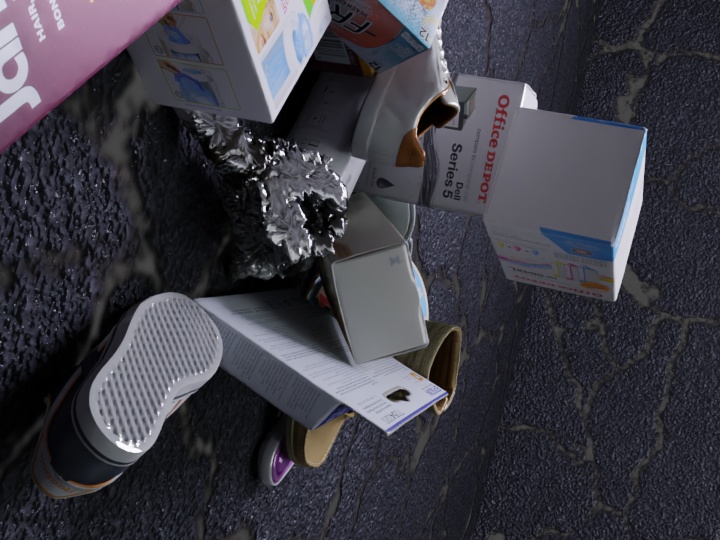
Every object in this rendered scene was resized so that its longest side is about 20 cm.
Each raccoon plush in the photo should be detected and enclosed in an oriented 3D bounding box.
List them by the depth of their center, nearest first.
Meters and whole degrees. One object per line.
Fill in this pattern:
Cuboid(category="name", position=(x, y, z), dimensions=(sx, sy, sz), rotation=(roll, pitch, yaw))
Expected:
Cuboid(category="raccoon plush", position=(-0.097, -0.072, 0.699), dimensions=(0.097, 0.134, 0.201), rotation=(-44, 113, -32))

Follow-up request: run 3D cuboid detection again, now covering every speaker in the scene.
Cuboid(category="speaker", position=(-0.019, -0.150, 0.822), dimensions=(0.081, 0.081, 0.201), rotation=(73, 34, -55))

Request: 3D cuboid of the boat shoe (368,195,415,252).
Cuboid(category="boat shoe", position=(0.028, -0.033, 1.047), dimensions=(0.060, 0.075, 0.202), rotation=(-71, 172, -67))

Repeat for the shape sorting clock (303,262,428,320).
Cuboid(category="shape sorting clock", position=(0.009, 0.065, 0.982), dimensions=(0.199, 0.039, 0.202), rotation=(-4, 97, -36))

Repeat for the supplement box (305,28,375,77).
Cuboid(category="supplement box", position=(-0.003, -0.294, 0.765), dimensions=(0.111, 0.085, 0.201), rotation=(67, 40, -59))

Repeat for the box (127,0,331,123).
Cuboid(category="box", position=(-0.100, -0.208, 0.522), dimensions=(0.201, 0.101, 0.113), rotation=(74, 34, -54))

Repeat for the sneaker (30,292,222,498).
Cuboid(category="sneaker", position=(-0.162, 0.080, 0.577), dimensions=(0.079, 0.079, 0.200), rotation=(-38, -172, 18))

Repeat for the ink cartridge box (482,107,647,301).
Cuboid(category="ink cartridge box", position=(0.218, -0.058, 0.867), dimensions=(0.200, 0.128, 0.126), rotation=(49, 58, -64))

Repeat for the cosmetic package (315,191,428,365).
Cuboid(category="cosmetic package", position=(0.000, 0.000, 0.807), dimensions=(0.200, 0.070, 0.106), rotation=(-122, -163, -71))

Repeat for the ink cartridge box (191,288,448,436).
Cuboid(category="ink cartridge box", position=(-0.035, 0.086, 0.745), dimensions=(0.044, 0.199, 0.196), rotation=(-60, 163, 11))

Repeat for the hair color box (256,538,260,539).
Cuboid(category="hair color box", position=(-0.091, 0.412, 0.936), dimensions=(0.060, 0.099, 0.202), rotation=(-40, 138, -58))

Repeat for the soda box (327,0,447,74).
Cuboid(category="soda box", position=(-0.024, -0.240, 0.618), dimensions=(0.200, 0.063, 0.069), rotation=(36, 62, -28))

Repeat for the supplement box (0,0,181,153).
Cuboid(category="supplement box", position=(-0.171, -0.147, 0.359), dimensions=(0.132, 0.102, 0.201), rotation=(84, 27, -44))

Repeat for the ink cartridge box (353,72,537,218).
Cuboid(category="ink cartridge box", position=(0.081, -0.143, 0.923), dimensions=(0.084, 0.198, 0.147), rotation=(-4, 106, -70))

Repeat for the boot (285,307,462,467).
Cuboid(category="boot", position=(0.014, 0.131, 0.876), dimensions=(0.073, 0.155, 0.201), rotation=(33, 78, -54))

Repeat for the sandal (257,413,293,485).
Cuboid(category="sandal", position=(-0.055, 0.180, 0.967), dimensions=(0.203, 0.049, 0.083), rotation=(-53, 149, -51))

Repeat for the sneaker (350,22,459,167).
Cuboid(category="sneaker", position=(0.060, -0.182, 0.777), dimensions=(0.073, 0.084, 0.201), rotation=(82, 26, -73))
